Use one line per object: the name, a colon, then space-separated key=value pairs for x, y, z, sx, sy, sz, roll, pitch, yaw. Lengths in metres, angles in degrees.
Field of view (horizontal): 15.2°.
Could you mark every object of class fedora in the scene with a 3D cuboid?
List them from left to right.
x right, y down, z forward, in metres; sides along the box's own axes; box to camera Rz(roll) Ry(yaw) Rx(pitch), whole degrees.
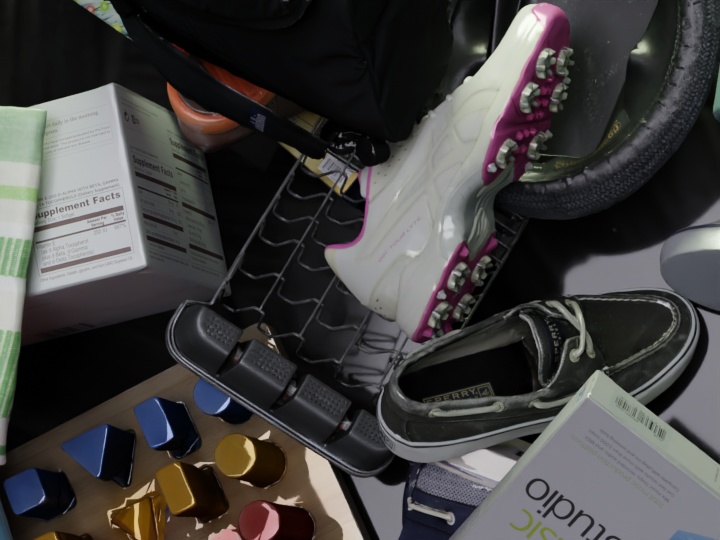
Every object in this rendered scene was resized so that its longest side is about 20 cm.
fedora: x=0.125 y=-0.128 z=1.556 sx=0.200 sy=0.092 sz=0.201 roll=-1 pitch=88 yaw=20

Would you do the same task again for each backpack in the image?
backpack: x=-0.052 y=-0.165 z=1.480 sx=0.200 sy=0.167 sz=0.127 roll=23 pitch=56 yaw=30

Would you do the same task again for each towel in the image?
towel: x=-0.256 y=0.005 z=1.520 sx=0.152 sy=0.023 sz=0.201 roll=5 pitch=86 yaw=15

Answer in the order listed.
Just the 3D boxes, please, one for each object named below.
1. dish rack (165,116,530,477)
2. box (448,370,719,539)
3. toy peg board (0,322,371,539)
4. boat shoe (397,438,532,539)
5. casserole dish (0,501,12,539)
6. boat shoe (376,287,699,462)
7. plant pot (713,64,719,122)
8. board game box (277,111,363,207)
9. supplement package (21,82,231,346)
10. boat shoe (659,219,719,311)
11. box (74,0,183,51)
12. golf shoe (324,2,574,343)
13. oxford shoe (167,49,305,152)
dish rack: x=0.000 y=0.000 z=1.565 sx=0.153 sy=0.055 sz=0.200 roll=33 pitch=75 yaw=-7
box: x=0.125 y=0.169 z=1.480 sx=0.144 sy=0.036 sz=0.200 roll=37 pitch=120 yaw=-1
toy peg board: x=-0.111 y=0.157 z=1.578 sx=0.200 sy=0.098 sz=0.200 roll=-27 pitch=76 yaw=10
boat shoe: x=0.112 y=0.158 z=1.537 sx=0.199 sy=0.075 sz=0.093 roll=22 pitch=102 yaw=19
casserole dish: x=-0.227 y=0.190 z=1.605 sx=0.039 sy=0.121 sz=0.201 roll=-12 pitch=74 yaw=-22
boat shoe: x=0.105 y=0.051 z=1.512 sx=0.199 sy=0.064 sz=0.071 roll=-20 pitch=64 yaw=-18
plant pot: x=0.284 y=-0.159 z=1.462 sx=0.200 sy=0.200 sz=0.197 roll=14 pitch=87 yaw=17
board game box: x=-0.036 y=-0.153 z=1.637 sx=0.200 sy=0.035 sz=0.136 roll=42 pitch=94 yaw=17
supplement package: x=-0.200 y=-0.023 z=1.600 sx=0.199 sy=0.156 sz=0.111 roll=-13 pitch=81 yaw=14
boat shoe: x=0.269 y=-0.019 z=1.521 sx=0.199 sy=0.071 sz=0.070 roll=-2 pitch=54 yaw=19
box: x=-0.093 y=-0.227 z=1.587 sx=0.137 sy=0.040 sz=0.200 roll=34 pitch=102 yaw=-3
golf shoe: x=0.047 y=-0.063 z=1.495 sx=0.091 sy=0.075 sz=0.201 roll=28 pitch=97 yaw=22
oxford shoe: x=-0.028 y=-0.142 z=1.583 sx=0.200 sy=0.073 sz=0.071 roll=-35 pitch=71 yaw=-12
